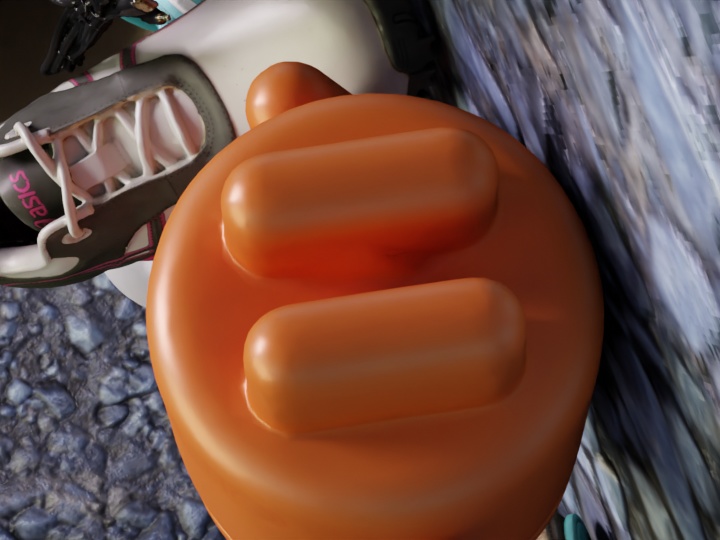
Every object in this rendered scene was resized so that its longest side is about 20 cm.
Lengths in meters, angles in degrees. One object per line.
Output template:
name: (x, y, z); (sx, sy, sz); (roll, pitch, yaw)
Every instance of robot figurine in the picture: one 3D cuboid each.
robot figurine: (0.005, 0.025, 0.680); (0.144, 0.117, 0.200); (41, 166, 14)

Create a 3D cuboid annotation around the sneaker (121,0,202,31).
sneaker: (-0.024, -0.030, 0.866); (0.200, 0.080, 0.078); (66, -172, 13)

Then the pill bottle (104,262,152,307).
pill bottle: (-0.083, -0.056, 1.182); (0.200, 0.112, 0.113); (-119, 8, -47)

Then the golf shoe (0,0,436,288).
golf shoe: (-0.060, -0.035, 0.780); (0.200, 0.088, 0.077); (-27, 90, 43)

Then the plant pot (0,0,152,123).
plant pot: (-0.160, -0.140, 0.984); (0.200, 0.187, 0.188); (-98, -11, -62)

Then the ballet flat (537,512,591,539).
ballet flat: (0.072, 0.174, 0.853); (0.071, 0.065, 0.200); (-57, -50, -66)

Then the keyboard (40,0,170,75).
keyboard: (-0.110, -0.108, 0.738); (0.127, 0.021, 0.200); (48, 159, -6)
